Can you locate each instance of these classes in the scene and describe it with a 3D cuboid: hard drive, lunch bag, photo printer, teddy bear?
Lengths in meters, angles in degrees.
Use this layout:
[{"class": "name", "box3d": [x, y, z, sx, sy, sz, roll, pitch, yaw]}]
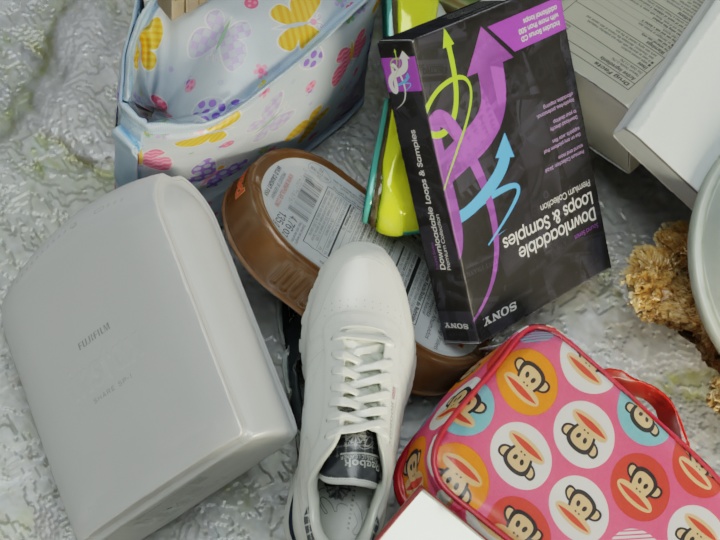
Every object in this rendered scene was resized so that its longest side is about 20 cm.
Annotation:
[{"class": "hard drive", "box3d": [0.267, -0.123, 1.310, 0.132, 0.026, 0.200, 40, 71, -12]}, {"class": "lunch bag", "box3d": [-0.091, -0.127, 1.318, 0.127, 0.170, 0.200, 39, 69, 13]}, {"class": "lunch bag", "box3d": [0.136, 0.133, 1.247, 0.200, 0.082, 0.176, 44, 58, -2]}, {"class": "photo printer", "box3d": [-0.140, 0.051, 1.253, 0.166, 0.069, 0.201, -34, 67, 29]}, {"class": "teddy bear", "box3d": [0.260, 0.042, 1.314, 0.144, 0.067, 0.200, -8, 54, -48]}]

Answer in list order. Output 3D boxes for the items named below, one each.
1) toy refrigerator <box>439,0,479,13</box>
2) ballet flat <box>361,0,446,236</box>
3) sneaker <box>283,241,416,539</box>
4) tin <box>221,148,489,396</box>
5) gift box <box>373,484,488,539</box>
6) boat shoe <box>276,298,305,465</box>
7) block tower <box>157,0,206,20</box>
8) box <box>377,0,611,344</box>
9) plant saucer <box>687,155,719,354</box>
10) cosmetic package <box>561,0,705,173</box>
[{"class": "toy refrigerator", "box3d": [0.044, -0.230, 1.376, 0.070, 0.076, 0.200, -42, 46, -19]}, {"class": "ballet flat", "box3d": [0.041, -0.116, 1.313, 0.066, 0.067, 0.201, 5, 71, 1]}, {"class": "sneaker", "box3d": [-0.001, 0.081, 1.206, 0.076, 0.081, 0.202, 5, 84, -5]}, {"class": "tin", "box3d": [0.000, 0.000, 1.296, 0.200, 0.042, 0.112, 37, 41, -11]}, {"class": "gift box", "box3d": [0.038, 0.265, 1.152, 0.184, 0.187, 0.200, 33, 67, 10]}, {"class": "boat shoe", "box3d": [-0.014, 0.062, 1.303, 0.075, 0.060, 0.201, -7, 68, -7]}, {"class": "block tower", "box3d": [-0.051, -0.235, 1.253, 0.199, 0.054, 0.058, -33, 68, -20]}, {"class": "box", "box3d": [0.091, -0.071, 1.281, 0.143, 0.036, 0.201, -27, 113, -39]}, {"class": "plant saucer", "box3d": [0.305, -0.007, 1.261, 0.199, 0.050, 0.202, 3, 79, -17]}, {"class": "cosmetic package", "box3d": [0.213, -0.170, 1.369, 0.200, 0.073, 0.103, -40, 59, -19]}]
